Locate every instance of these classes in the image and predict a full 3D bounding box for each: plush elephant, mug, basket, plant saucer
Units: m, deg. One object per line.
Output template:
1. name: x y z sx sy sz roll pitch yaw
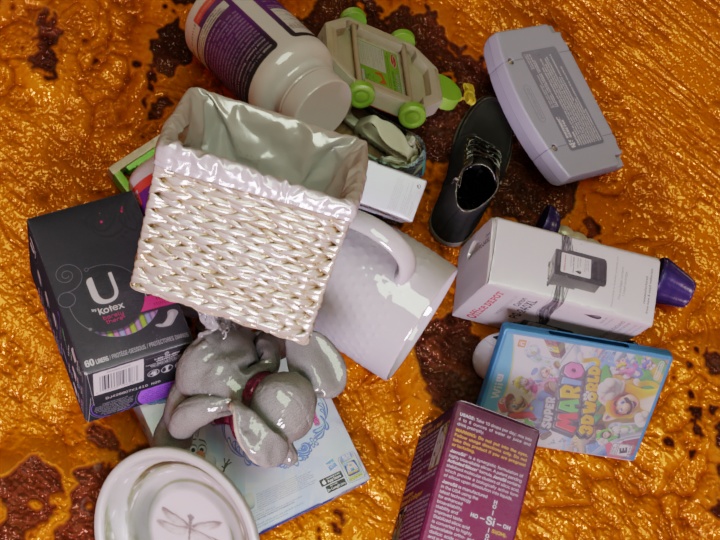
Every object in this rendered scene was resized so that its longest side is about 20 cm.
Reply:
1. plush elephant: -0.103 0.130 1.577 0.155 0.201 0.164 40 59 20
2. mug: 0.000 0.000 1.702 0.175 0.200 0.148 33 63 7
3. basket: -0.110 -0.057 1.527 0.198 0.199 0.162 18 112 -4
4. plant saucer: -0.178 0.272 1.600 0.201 0.200 0.050 55 28 8

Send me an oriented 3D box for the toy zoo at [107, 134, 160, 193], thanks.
1. toy zoo: -0.176 -0.069 1.777 0.131 0.020 0.201 -35 83 -21

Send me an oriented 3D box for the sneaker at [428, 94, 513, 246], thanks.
1. sneaker: 0.146 -0.131 1.831 0.074 0.106 0.202 21 68 -6

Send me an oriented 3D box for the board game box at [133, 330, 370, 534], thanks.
1. board game box: -0.121 0.179 1.694 0.198 0.043 0.200 -22 79 -19

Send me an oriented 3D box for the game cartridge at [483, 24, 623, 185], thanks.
1. game cartridge: 0.228 -0.199 1.890 0.133 0.040 0.201 -13 73 -44

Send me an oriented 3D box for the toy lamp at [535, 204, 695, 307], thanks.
1. toy lamp: 0.301 -0.012 1.857 0.198 0.058 0.059 23 68 -5

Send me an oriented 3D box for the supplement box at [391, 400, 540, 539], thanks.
1. supplement box: 0.104 0.259 1.676 0.102 0.131 0.202 20 69 -8

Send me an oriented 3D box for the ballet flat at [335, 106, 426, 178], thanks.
1. ballet flat: -0.004 -0.175 1.831 0.199 0.074 0.075 31 67 -2

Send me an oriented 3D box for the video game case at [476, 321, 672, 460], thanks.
1. video game case: 0.234 0.137 1.755 0.198 0.144 0.018 10 27 -11

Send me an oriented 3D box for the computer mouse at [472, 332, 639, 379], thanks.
1. computer mouse: 0.224 0.121 1.778 0.198 0.111 0.044 8 31 -5

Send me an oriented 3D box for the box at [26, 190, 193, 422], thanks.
1. box: -0.264 0.035 1.650 0.121 0.106 0.201 -17 61 -19

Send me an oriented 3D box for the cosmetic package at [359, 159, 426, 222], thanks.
1. cosmetic package: -0.018 -0.099 1.730 0.149 0.200 0.052 22 89 -6

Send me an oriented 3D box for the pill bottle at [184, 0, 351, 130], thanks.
1. pill bottle: -0.101 -0.234 1.768 0.111 0.112 0.200 -31 57 -21

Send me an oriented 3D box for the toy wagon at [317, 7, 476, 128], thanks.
1. toy wagon: 0.043 -0.228 1.844 0.198 0.040 0.156 20 39 -22

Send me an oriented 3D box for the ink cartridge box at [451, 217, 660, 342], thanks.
1. ink cartridge box: 0.216 0.020 1.776 0.198 0.145 0.084 14 71 -9

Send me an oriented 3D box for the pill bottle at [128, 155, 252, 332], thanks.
1. pill bottle: -0.169 -0.029 1.693 0.111 0.113 0.202 -17 77 -19
